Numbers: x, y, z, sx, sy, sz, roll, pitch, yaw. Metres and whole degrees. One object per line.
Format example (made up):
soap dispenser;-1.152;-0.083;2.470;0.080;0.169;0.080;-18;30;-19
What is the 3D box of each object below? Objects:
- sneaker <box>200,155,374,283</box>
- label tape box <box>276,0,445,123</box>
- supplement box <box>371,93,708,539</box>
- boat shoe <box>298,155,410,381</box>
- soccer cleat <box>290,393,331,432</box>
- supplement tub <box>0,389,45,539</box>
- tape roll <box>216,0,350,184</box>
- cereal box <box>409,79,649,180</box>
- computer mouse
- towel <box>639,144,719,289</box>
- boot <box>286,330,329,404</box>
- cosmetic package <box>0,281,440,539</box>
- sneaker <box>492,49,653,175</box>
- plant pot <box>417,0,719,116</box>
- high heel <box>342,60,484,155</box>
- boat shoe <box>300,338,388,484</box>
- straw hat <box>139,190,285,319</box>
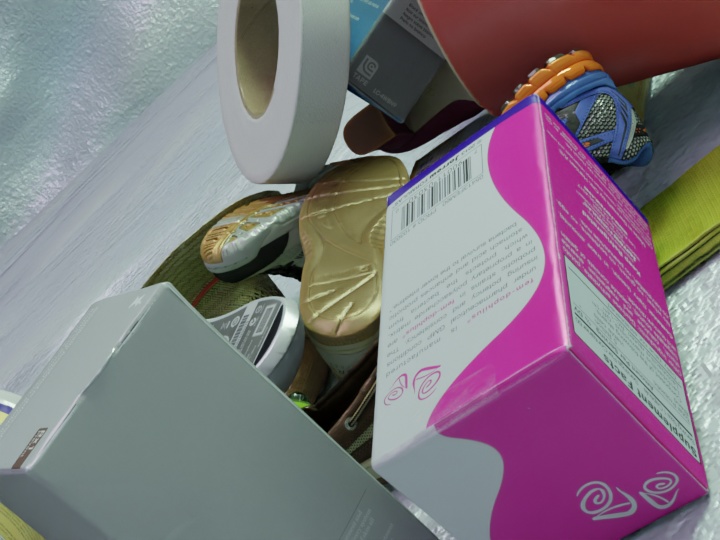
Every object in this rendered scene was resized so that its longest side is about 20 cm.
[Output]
sneaker;-0.033;-0.018;0.925;0.075;0.088;0.200;-5;16;35
label tape box;0.038;-0.217;0.921;0.200;0.066;0.143;-54;29;4
supplement box;0.076;0.026;0.594;0.101;0.103;0.200;-34;26;25
boat shoe;0.000;0.000;0.827;0.073;0.069;0.200;-6;36;13
soccer cleat;-0.085;0.130;0.833;0.199;0.067;0.081;-17;68;32
supplement tub;-0.323;0.208;1.041;0.145;0.145;0.200;-33;21;34
tape roll;-0.058;-0.161;0.911;0.203;0.037;0.204;178;90;-68
cereal box;0.106;-0.077;0.886;0.200;0.040;0.144;-32;21;34
computer mouse;-0.091;0.066;0.790;0.200;0.044;0.110;-14;42;51
towel;0.152;-0.016;0.687;0.200;0.018;0.086;-40;20;17
boot;-0.108;0.099;0.924;0.200;0.074;0.076;-25;36;31
cosmetic package;-0.066;0.111;0.596;0.090;0.200;0.107;-17;32;55
sneaker;0.084;-0.023;0.719;0.200;0.078;0.075;-55;-23;19
plant pot;0.130;-0.190;0.768;0.177;0.201;0.201;-24;24;19
high heel;0.083;-0.141;0.953;0.200;0.067;0.096;-34;-2;30
boat shoe;-0.032;0.105;0.737;0.202;0.075;0.075;-40;18;15
straw hat;-0.094;0.037;0.985;0.201;0.085;0.201;-44;-13;-12
